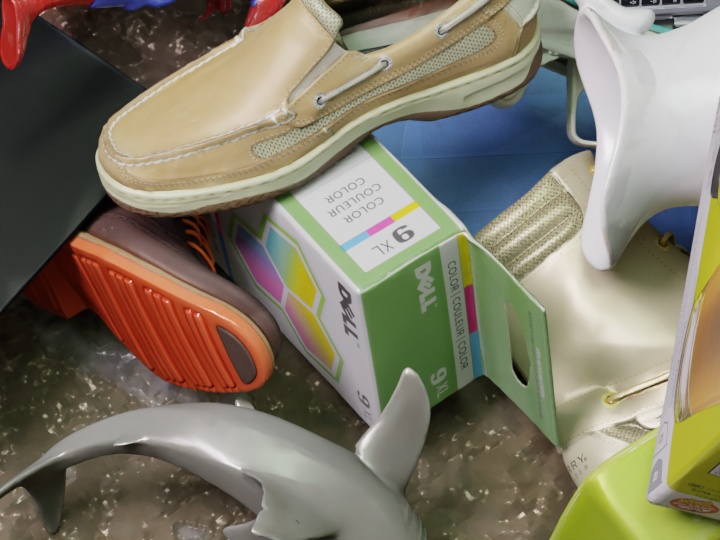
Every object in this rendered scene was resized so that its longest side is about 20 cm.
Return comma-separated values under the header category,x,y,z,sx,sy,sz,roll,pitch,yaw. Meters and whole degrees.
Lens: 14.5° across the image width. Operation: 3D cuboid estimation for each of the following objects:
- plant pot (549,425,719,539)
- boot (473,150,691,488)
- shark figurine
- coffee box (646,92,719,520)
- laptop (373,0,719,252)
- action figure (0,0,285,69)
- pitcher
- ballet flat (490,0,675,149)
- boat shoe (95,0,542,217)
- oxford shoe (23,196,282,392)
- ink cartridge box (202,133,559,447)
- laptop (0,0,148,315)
category,x,y,z,sx,sy,sz,roll,pitch,yaw
plant pot,0.200,0.136,1.118,0.198,0.200,0.182,-30,74,-15
boot,0.150,0.004,1.246,0.199,0.073,0.156,-32,74,-9
shark figurine,-0.054,0.094,1.166,0.213,0.129,0.090,17,21,4
coffee box,0.233,-0.014,0.967,0.199,0.198,0.201,14,68,-6
laptop,0.087,-0.116,1.294,0.186,0.201,0.116,-3,28,-2
action figure,-0.085,-0.117,1.243,0.199,0.099,0.065,-22,52,-33
pitcher,0.183,-0.096,1.191,0.199,0.121,0.173,-8,84,-4
ballet flat,0.091,-0.093,1.256,0.199,0.069,0.070,20,63,-5
boat shoe,-0.020,-0.090,1.172,0.199,0.076,0.072,-24,53,-13
oxford shoe,-0.090,-0.008,1.223,0.072,0.071,0.200,-39,41,-22
ink cartridge box,0.000,0.000,1.214,0.059,0.104,0.200,-32,55,-18
laptop,-0.209,-0.037,1.255,0.103,0.200,0.177,48,67,-18
